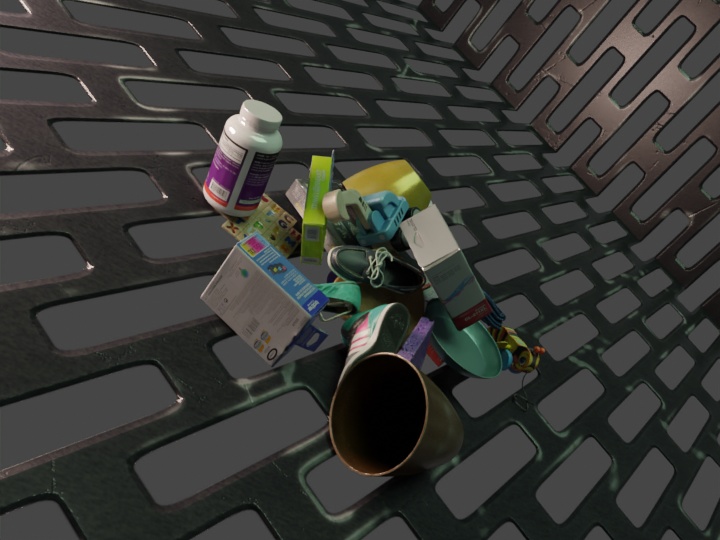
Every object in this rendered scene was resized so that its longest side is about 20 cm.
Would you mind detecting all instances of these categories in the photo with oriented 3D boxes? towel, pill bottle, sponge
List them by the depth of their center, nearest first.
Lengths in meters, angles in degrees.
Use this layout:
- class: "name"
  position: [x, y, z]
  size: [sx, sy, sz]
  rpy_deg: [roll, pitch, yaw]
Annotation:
- class: "sponge"
  position: [0.084, 0.173, 1.493]
  size: [0.029, 0.113, 0.200]
  rpy_deg: [19, 25, 13]
- class: "pill bottle"
  position: [-0.214, -0.209, 1.540]
  size: [0.111, 0.202, 0.113]
  rpy_deg: [20, 29, -12]
- class: "towel"
  position: [0.245, 0.053, 1.842]
  size: [0.112, 0.048, 0.200]
  rpy_deg: [47, 3, -27]

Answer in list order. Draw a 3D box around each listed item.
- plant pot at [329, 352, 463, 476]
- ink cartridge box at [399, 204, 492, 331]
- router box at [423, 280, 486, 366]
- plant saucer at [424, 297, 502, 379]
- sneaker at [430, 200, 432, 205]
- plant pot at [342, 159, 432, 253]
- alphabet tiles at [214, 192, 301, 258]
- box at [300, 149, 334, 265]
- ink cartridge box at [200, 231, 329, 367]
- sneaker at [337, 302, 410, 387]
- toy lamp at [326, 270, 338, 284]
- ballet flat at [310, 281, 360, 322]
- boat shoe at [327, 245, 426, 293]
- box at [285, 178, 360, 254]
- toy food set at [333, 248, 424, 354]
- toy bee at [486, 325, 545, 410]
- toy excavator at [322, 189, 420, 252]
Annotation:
- class: "plant pot"
  position: [0.080, 0.250, 1.342]
  size: [0.199, 0.186, 0.188]
  rpy_deg: [29, 28, -49]
- class: "ink cartridge box"
  position: [0.166, -0.005, 1.602]
  size: [0.201, 0.082, 0.147]
  rpy_deg: [56, 8, -44]
- class: "router box"
  position: [0.161, 0.096, 1.760]
  size: [0.180, 0.049, 0.199]
  rpy_deg: [49, 29, 13]
- class: "plant saucer"
  position: [0.197, 0.143, 1.652]
  size: [0.198, 0.036, 0.201]
  rpy_deg: [30, 31, -20]
- class: "sneaker"
  position: [0.176, -0.098, 2.031]
  size: [0.107, 0.067, 0.203]
  rpy_deg: [34, 33, -16]
- class: "plant pot"
  position: [0.074, -0.161, 1.833]
  size: [0.201, 0.141, 0.200]
  rpy_deg: [50, 5, -6]
- class: "alphabet tiles"
  position: [-0.194, -0.092, 1.622]
  size: [0.166, 0.006, 0.200]
  rpy_deg: [39, 28, -4]
- class: "box"
  position: [-0.084, -0.128, 1.633]
  size: [0.047, 0.123, 0.203]
  rpy_deg: [6, 52, -2]
- class: "ink cartridge box"
  position: [-0.144, 0.058, 1.341]
  size: [0.200, 0.137, 0.076]
  rpy_deg: [44, 34, 4]
- class: "sneaker"
  position: [-0.001, 0.144, 1.461]
  size: [0.084, 0.120, 0.201]
  rpy_deg: [43, 66, -20]
- class: "toy lamp"
  position: [0.000, 0.000, 1.687]
  size: [0.058, 0.058, 0.199]
  rpy_deg: [47, 30, 12]
- class: "ballet flat"
  position: [-0.084, 0.056, 1.466]
  size: [0.197, 0.067, 0.071]
  rpy_deg: [1, 60, -27]
- class: "boat shoe"
  position: [0.033, -0.001, 1.537]
  size: [0.198, 0.062, 0.076]
  rpy_deg: [23, 72, -27]
- class: "box"
  position: [-0.049, -0.109, 1.782]
  size: [0.157, 0.048, 0.201]
  rpy_deg: [-8, 55, -54]
- class: "toy food set"
  position: [0.045, 0.058, 1.599]
  size: [0.199, 0.048, 0.200]
  rpy_deg: [51, 53, -13]
- class: "toy bee"
  position: [0.353, 0.187, 1.816]
  size: [0.130, 0.109, 0.201]
  rpy_deg: [-4, 52, -55]
- class: "toy excavator"
  position: [0.016, -0.112, 1.624]
  size: [0.201, 0.099, 0.196]
  rpy_deg: [56, 43, -26]
